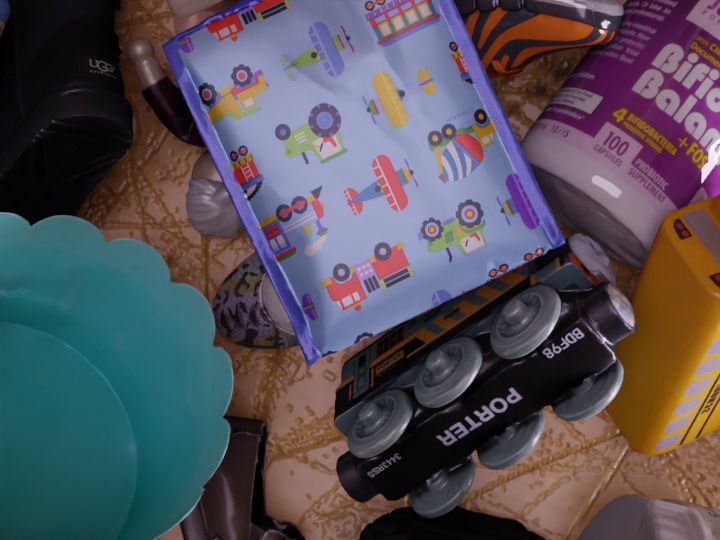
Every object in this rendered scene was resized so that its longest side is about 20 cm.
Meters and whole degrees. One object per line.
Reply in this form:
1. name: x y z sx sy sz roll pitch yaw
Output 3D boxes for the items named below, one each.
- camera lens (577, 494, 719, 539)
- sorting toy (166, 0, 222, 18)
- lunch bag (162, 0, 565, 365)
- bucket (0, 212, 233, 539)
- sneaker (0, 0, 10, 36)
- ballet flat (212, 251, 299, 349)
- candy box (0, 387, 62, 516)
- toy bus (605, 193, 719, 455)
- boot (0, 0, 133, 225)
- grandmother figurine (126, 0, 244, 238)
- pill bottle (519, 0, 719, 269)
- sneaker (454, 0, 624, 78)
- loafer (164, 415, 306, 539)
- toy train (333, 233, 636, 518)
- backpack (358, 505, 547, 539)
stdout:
1. camera lens: 0.216 0.224 0.748 0.199 0.160 0.161 21 91 -9
2. sorting toy: -0.049 -0.263 0.776 0.199 0.070 0.199 -25 47 1
3. lunch bag: -0.004 -0.078 0.729 0.150 0.094 0.201 -25 102 2
4. bucket: -0.184 0.084 0.751 0.206 0.135 0.209 12 60 -22
5. sneaker: -0.259 -0.123 0.807 0.076 0.199 0.077 45 69 -29
6. ballet flat: 0.000 0.000 0.829 0.199 0.072 0.073 -16 88 4
7. candy box: -0.307 0.098 0.809 0.167 0.072 0.200 -37 86 -34
8. toy bus: 0.194 0.018 0.750 0.078 0.201 0.065 -17 57 -18
9. boot: -0.203 -0.117 0.840 0.200 0.076 0.169 -35 52 42
10. grandmother figurine: -0.083 -0.121 0.844 0.120 0.061 0.202 0 92 -6
11. pill bottle: 0.188 -0.109 0.790 0.112 0.112 0.201 37 84 4
12. sneaker: 0.062 -0.115 0.808 0.199 0.077 0.113 8 100 38
13. loafer: -0.067 0.181 0.829 0.070 0.073 0.202 -13 89 4
14. toy train: 0.066 0.056 0.780 0.200 0.114 0.085 -37 116 22
15. backpack: 0.030 0.244 0.792 0.126 0.167 0.202 15 94 21
